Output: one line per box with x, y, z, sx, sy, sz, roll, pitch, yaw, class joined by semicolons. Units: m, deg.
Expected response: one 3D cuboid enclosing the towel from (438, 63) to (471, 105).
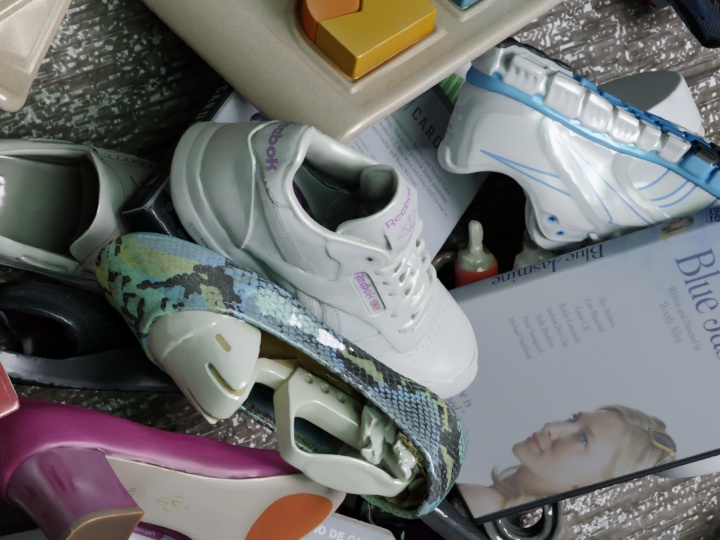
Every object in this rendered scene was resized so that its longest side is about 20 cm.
-0.009;-0.057;1.454;0.152;0.023;0.200;29;76;-31;towel

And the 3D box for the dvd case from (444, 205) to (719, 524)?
0.123;0.051;1.433;0.018;0.200;0.143;-85;152;-54;dvd case

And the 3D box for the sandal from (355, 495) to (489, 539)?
0.046;0.154;1.473;0.048;0.075;0.200;-47;116;-3;sandal

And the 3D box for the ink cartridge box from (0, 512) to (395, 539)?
-0.089;0.192;1.368;0.200;0.084;0.176;22;64;-32;ink cartridge box

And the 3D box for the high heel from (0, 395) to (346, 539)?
-0.092;0.087;1.316;0.200;0.096;0.067;7;125;-52;high heel

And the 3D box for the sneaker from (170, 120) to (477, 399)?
0.000;0.000;1.317;0.200;0.100;0.075;41;55;-34;sneaker

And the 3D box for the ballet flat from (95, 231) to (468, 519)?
-0.038;0.052;1.295;0.200;0.074;0.074;28;76;-11;ballet flat

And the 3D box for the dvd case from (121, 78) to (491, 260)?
-0.021;-0.041;1.391;0.150;0.025;0.200;54;50;-24;dvd case

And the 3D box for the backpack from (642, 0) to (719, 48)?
0.193;-0.235;1.502;0.191;0.154;0.200;49;61;-33;backpack

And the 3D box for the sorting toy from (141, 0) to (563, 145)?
-0.005;-0.167;1.379;0.200;0.036;0.185;-36;67;-24;sorting toy

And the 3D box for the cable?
0.073;0.062;1.477;0.097;0.050;0.200;2;107;-6;cable

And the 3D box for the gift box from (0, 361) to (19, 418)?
-0.275;0.051;1.188;0.184;0.187;0.200;-19;87;-33;gift box

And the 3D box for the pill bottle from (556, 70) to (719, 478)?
0.165;0.001;1.515;0.113;0.113;0.200;-33;108;-27;pill bottle

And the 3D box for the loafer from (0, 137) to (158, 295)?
-0.132;-0.025;1.338;0.200;0.070;0.070;6;84;-28;loafer

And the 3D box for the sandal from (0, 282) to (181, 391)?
-0.138;0.032;1.341;0.200;0.075;0.048;6;86;-42;sandal

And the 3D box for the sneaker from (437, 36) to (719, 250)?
0.129;-0.041;1.415;0.200;0.075;0.087;26;102;-8;sneaker

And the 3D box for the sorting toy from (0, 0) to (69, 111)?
-0.200;-0.201;1.314;0.185;0.036;0.200;31;71;-30;sorting toy
